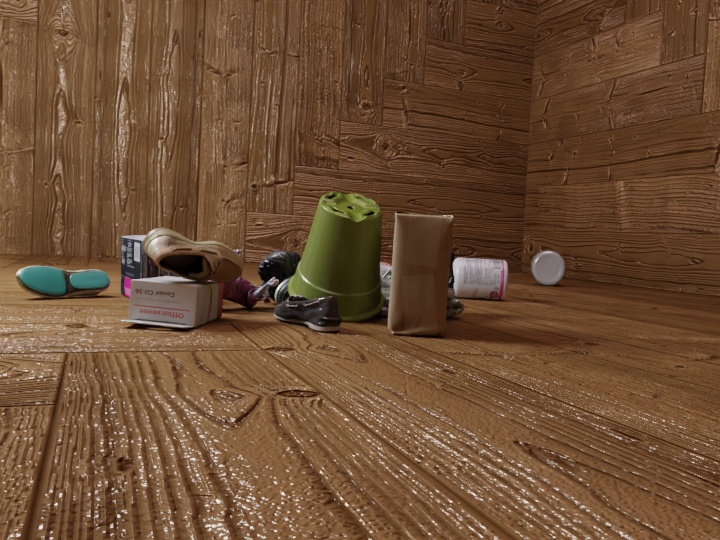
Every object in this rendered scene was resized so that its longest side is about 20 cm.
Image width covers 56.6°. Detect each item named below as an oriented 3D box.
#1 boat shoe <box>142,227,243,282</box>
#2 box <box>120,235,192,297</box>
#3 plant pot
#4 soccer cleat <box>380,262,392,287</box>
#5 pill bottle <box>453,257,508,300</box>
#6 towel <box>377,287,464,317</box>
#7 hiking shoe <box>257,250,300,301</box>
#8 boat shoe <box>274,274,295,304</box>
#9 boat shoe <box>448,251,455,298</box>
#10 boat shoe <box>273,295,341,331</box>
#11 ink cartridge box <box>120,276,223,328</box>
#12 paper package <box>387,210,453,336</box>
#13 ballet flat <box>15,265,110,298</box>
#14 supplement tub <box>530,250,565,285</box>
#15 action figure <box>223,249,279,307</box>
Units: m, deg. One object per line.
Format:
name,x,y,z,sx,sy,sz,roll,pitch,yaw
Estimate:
boat shoe,-0.268,-0.008,1.110,0.198,0.072,0.065,17,28,-50
box,-0.441,-0.007,1.446,0.112,0.137,0.198,0,5,-32
plant pot,-0.031,-0.039,1.283,0.194,0.195,0.202,10,27,-5
soccer cleat,0.098,0.032,1.575,0.197,0.070,0.084,27,-13,-27
pill bottle,0.323,0.023,1.940,0.194,0.117,0.113,4,3,5
towel,0.101,0.070,1.447,0.194,0.050,0.171,2,6,-22
hiking shoe,-0.169,-0.010,1.435,0.074,0.102,0.201,29,-26,-1
boat shoe,-0.083,0.048,1.388,0.196,0.075,0.061,-2,22,-37
boat shoe,0.167,0.006,1.423,0.069,0.094,0.200,4,5,4
boat shoe,-0.092,0.065,1.176,0.065,0.059,0.198,1,4,-34
ink cartridge box,-0.309,0.050,1.115,0.113,0.070,0.200,5,3,3
paper package,0.106,0.003,1.195,0.100,0.207,0.191,4,2,4
ballet flat,-0.617,0.033,1.385,0.062,0.069,0.197,-30,-23,36
supplement tub,0.812,-0.012,2.907,0.140,0.149,0.200,4,2,12
action figure,-0.257,0.042,1.343,0.198,0.151,0.133,27,5,-43
